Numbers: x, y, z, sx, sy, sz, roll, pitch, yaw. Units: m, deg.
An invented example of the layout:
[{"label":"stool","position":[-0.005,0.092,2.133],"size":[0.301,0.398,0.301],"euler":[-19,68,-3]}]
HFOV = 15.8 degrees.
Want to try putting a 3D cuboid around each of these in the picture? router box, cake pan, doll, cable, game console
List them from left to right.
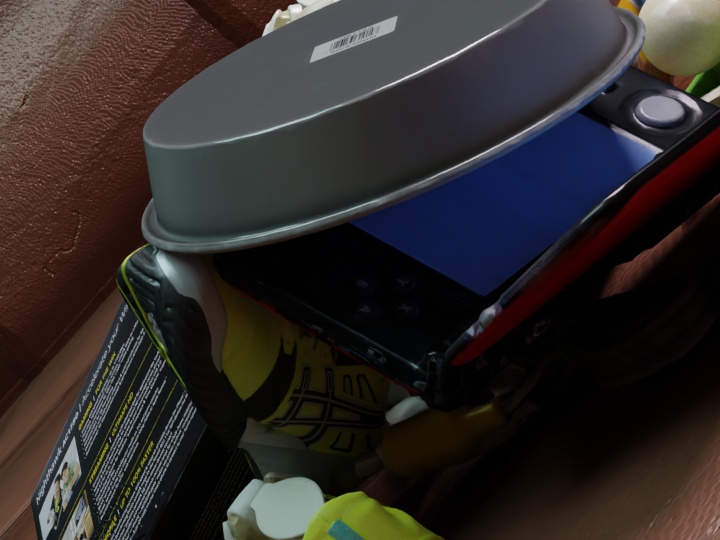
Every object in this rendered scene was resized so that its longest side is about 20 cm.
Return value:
[{"label":"router box","position":[-0.086,0.079,1.181],"size":[0.201,0.051,0.150],"euler":[-62,27,25]},{"label":"cake pan","position":[0.005,-0.068,0.945],"size":[0.199,0.037,0.200],"euler":[-21,16,7]},{"label":"game console","position":[0.069,-0.054,0.913],"size":[0.200,0.172,0.119],"euler":[-35,-38,-38]},{"label":"cable","position":[0.079,0.036,0.966],"size":[0.097,0.051,0.199],"euler":[-34,10,-35]},{"label":"doll","position":[0.171,-0.159,1.108],"size":[0.136,0.048,0.200],"euler":[-22,27,53]}]

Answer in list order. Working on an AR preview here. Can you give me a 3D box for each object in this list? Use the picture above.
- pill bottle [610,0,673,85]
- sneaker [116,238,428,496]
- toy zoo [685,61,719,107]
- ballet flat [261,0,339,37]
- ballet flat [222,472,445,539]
[{"label":"pill bottle","position":[0.073,-0.064,1.133],"size":[0.109,0.109,0.200],"euler":[-43,11,38]},{"label":"sneaker","position":[-0.033,0.030,1.012],"size":[0.076,0.076,0.200],"euler":[-35,-28,0]},{"label":"toy zoo","position":[0.207,-0.137,1.064],"size":[0.200,0.020,0.131],"euler":[-52,8,-23]},{"label":"ballet flat","position":[-0.016,-0.091,1.145],"size":[0.070,0.069,0.200],"euler":[-49,6,-4]},{"label":"ballet flat","position":[-0.018,0.106,0.983],"size":[0.067,0.067,0.200],"euler":[-53,8,-12]}]
